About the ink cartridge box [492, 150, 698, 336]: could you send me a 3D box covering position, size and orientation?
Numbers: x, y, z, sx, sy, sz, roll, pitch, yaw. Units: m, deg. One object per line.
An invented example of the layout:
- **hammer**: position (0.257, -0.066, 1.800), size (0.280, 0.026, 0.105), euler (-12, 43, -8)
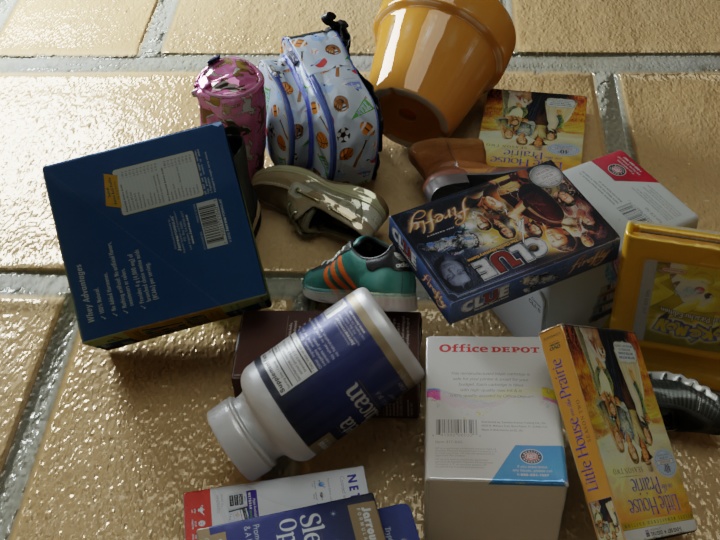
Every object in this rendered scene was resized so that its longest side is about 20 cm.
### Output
- **ink cartridge box**: position (0.250, -0.016, 1.213), size (0.199, 0.145, 0.145), euler (-20, 47, -18)

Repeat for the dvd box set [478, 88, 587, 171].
- **dvd box set**: position (0.235, -0.180, 1.472), size (0.146, 0.029, 0.200), euler (7, 44, 10)

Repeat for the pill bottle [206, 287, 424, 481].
- **pill bottle**: position (-0.046, 0.116, 1.045), size (0.200, 0.111, 0.111), euler (-35, 48, -1)

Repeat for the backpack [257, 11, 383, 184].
- **backpack**: position (-0.050, -0.201, 1.404), size (0.154, 0.200, 0.191), euler (-24, 54, -18)

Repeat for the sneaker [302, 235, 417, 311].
- **sneaker**: position (0.000, 0.000, 1.207), size (0.071, 0.080, 0.200), euler (1, 3, -34)

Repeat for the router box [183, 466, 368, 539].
- **router box**: position (-0.068, 0.285, 0.981), size (0.179, 0.049, 0.200), euler (-8, 43, -5)

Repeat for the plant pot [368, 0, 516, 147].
- **plant pot**: position (0.095, -0.277, 1.483), size (0.199, 0.200, 0.184), euler (14, 61, 17)

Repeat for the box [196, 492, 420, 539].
- **box**: position (-0.039, 0.265, 0.943), size (0.199, 0.032, 0.121), euler (-10, 43, -9)

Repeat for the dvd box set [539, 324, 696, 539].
- **dvd box set**: position (0.241, 0.152, 0.996), size (0.146, 0.029, 0.201), euler (9, 61, -48)

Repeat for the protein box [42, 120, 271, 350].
- **protein box**: position (-0.221, -0.034, 1.187), size (0.199, 0.135, 0.199), euler (-15, 84, -4)

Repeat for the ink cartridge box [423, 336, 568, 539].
- **ink cartridge box**: position (0.127, 0.160, 1.046), size (0.128, 0.126, 0.200), euler (1, 43, 4)

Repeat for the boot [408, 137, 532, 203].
- **boot**: position (0.163, -0.120, 1.346), size (0.187, 0.069, 0.200), euler (-10, 23, 1)

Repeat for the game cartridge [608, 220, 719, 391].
- **game cartridge**: position (0.350, 0.045, 1.103), size (0.176, 0.201, 0.032), euler (9, 42, 13)

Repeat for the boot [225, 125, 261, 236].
- **boot**: position (-0.167, -0.064, 1.294), size (0.077, 0.139, 0.200), euler (-3, 44, 0)

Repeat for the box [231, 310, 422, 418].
- **box**: position (-0.033, 0.102, 1.159), size (0.199, 0.075, 0.100), euler (2, 44, 3)

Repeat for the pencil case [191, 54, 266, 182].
- **pencil case**: position (-0.167, -0.180, 1.376), size (0.086, 0.200, 0.083), euler (26, 56, 15)

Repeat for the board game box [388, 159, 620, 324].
- **board game box**: position (0.148, -0.034, 1.106), size (0.199, 0.035, 0.136), euler (-20, 51, -17)

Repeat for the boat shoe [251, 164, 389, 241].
- **boat shoe**: position (-0.063, -0.080, 1.355), size (0.199, 0.072, 0.065), euler (17, 59, 26)

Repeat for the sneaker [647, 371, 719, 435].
- **sneaker**: position (0.279, 0.143, 1.105), size (0.199, 0.067, 0.091), euler (19, 53, 24)
